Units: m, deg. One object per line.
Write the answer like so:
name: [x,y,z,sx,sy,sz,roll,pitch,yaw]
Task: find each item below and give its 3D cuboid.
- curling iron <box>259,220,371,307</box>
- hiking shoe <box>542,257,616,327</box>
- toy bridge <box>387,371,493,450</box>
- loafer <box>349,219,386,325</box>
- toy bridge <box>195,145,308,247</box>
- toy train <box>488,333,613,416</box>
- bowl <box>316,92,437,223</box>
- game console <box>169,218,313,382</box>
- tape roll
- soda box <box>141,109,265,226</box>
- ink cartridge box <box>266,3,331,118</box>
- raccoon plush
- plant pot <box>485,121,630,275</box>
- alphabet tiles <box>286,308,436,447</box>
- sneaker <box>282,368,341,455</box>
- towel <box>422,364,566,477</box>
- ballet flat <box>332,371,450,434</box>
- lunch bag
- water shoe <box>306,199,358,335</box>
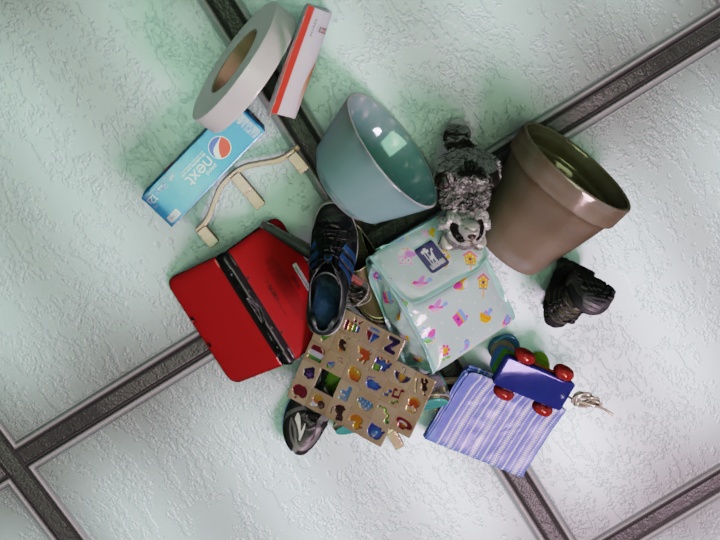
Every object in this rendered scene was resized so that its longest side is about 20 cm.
curling iron: [-0.069,-0.012,1.727,0.200,0.026,0.050,38,90,3]
hiking shoe: [0.322,0.049,1.742,0.076,0.200,0.101,24,102,-5]
toy bridge: [0.121,0.214,1.851,0.200,0.027,0.067,-29,104,2]
loafer: [0.000,0.000,1.769,0.076,0.067,0.200,-28,104,2]
toy bridge: [-0.170,-0.123,1.737,0.200,0.027,0.067,-40,103,3]
toy train: [0.294,0.169,1.817,0.200,0.116,0.085,23,108,-15]
bowl: [0.010,-0.149,1.687,0.105,0.201,0.201,-34,105,24]
game console: [-0.162,0.047,1.791,0.172,0.119,0.200,-39,106,-28]
tape roll: [-0.164,-0.284,1.617,0.037,0.203,0.203,34,98,-21]
soda box: [-0.231,-0.161,1.709,0.200,0.068,0.064,-44,103,6]
ink cartridge box: [-0.083,-0.292,1.624,0.050,0.200,0.162,19,101,-10]
raccoon plush: [0.160,-0.118,1.712,0.097,0.200,0.134,8,127,8]
plant pot: [0.271,-0.093,1.725,0.200,0.200,0.174,33,115,-12]
alphabet tiles: [0.006,0.162,1.735,0.200,0.008,0.167,27,104,12]
sneaker: [-0.062,0.199,1.802,0.071,0.083,0.200,29,99,-11]
towel: [0.215,0.243,1.848,0.200,0.024,0.145,24,106,-20]
ballet flat: [0.045,0.202,1.821,0.200,0.072,0.072,-19,105,19]
lunch bag: [0.113,0.026,1.742,0.170,0.122,0.200,-30,108,-19]
water shoe: [-0.039,-0.006,1.674,0.071,0.079,0.200,3,84,-2]
